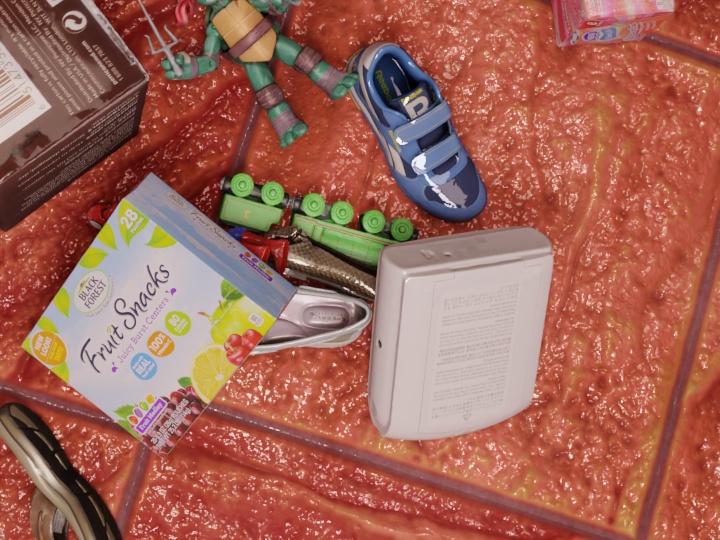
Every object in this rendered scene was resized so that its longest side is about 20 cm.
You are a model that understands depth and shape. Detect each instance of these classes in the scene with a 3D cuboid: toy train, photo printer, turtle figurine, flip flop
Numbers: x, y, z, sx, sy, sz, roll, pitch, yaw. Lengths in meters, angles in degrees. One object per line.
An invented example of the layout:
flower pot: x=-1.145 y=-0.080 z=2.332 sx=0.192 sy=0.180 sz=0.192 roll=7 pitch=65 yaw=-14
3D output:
toy train: x=-0.042 y=-0.044 z=1.464 sx=0.199 sy=0.042 sz=0.057 roll=16 pitch=89 yaw=-8
photo printer: x=0.089 y=0.065 z=1.410 sx=0.166 sy=0.069 sz=0.201 roll=-9 pitch=123 yaw=-21
turtle figurine: x=-0.105 y=-0.221 z=1.445 sx=0.150 sy=0.101 sz=0.200 roll=-39 pitch=105 yaw=20
flip flop: x=-0.274 y=0.211 z=1.368 sx=0.057 sy=0.081 sz=0.200 roll=-36 pitch=88 yaw=4

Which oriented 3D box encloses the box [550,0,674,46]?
box: x=0.240 y=-0.335 z=1.527 sx=0.094 sy=0.103 sz=0.201 roll=-6 pitch=84 yaw=-11

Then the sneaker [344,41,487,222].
sneaker: x=0.055 y=-0.134 z=1.473 sx=0.074 sy=0.082 sz=0.200 roll=-35 pitch=90 yaw=-16

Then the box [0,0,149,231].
box: x=-0.302 y=-0.162 z=1.350 sx=0.164 sy=0.200 sz=0.166 roll=-38 pitch=90 yaw=-14

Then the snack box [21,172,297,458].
snack box: x=-0.180 y=0.042 z=1.353 sx=0.168 sy=0.068 sz=0.200 roll=39 pitch=120 yaw=-3

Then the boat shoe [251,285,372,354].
boat shoe: x=-0.091 y=0.043 z=1.427 sx=0.201 sy=0.065 sz=0.075 roll=2 pitch=81 yaw=-11

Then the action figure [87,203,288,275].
action figure: x=-0.171 y=-0.006 z=1.408 sx=0.199 sy=0.065 sz=0.100 roll=18 pitch=105 yaw=22

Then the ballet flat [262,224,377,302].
ballet flat: x=0.000 y=0.000 z=1.437 sx=0.199 sy=0.067 sz=0.047 roll=17 pitch=94 yaw=-12
